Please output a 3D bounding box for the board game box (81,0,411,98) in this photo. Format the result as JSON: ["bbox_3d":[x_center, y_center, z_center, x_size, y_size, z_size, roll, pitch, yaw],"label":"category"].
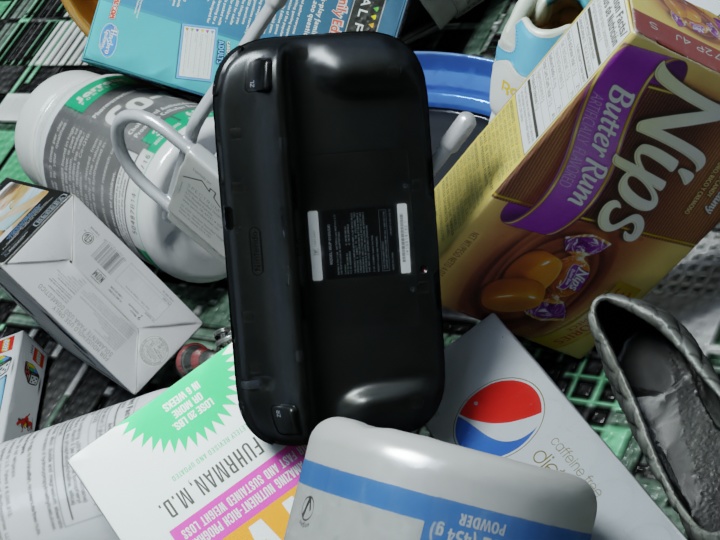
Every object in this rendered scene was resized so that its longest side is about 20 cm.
[{"bbox_3d":[-0.069,-0.183,1.076,0.199,0.047,0.152,17,93,1],"label":"board game box"}]

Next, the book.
[{"bbox_3d":[-0.036,0.139,0.800,0.133,0.048,0.200,-36,74,-7],"label":"book"}]

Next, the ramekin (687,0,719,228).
[{"bbox_3d":[0.237,-0.125,0.900,0.202,0.094,0.203,-20,43,19],"label":"ramekin"}]

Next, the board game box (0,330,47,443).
[{"bbox_3d":[-0.279,0.141,1.055,0.126,0.035,0.200,-20,43,19],"label":"board game box"}]

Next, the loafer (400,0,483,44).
[{"bbox_3d":[0.057,-0.200,1.125,0.200,0.070,0.070,-27,45,23],"label":"loafer"}]

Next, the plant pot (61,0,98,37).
[{"bbox_3d":[-0.123,-0.250,1.198,0.200,0.201,0.183,-32,11,5],"label":"plant pot"}]

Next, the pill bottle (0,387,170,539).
[{"bbox_3d":[-0.130,0.132,0.890,0.199,0.114,0.114,-19,42,8],"label":"pill bottle"}]

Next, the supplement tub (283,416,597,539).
[{"bbox_3d":[0.019,0.173,0.688,0.132,0.132,0.201,8,82,40],"label":"supplement tub"}]

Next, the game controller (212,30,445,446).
[{"bbox_3d":[-0.014,-0.014,0.776,0.104,0.201,0.042,-6,8,-13],"label":"game controller"}]

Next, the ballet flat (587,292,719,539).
[{"bbox_3d":[0.161,0.084,0.774,0.066,0.057,0.200,-47,36,13],"label":"ballet flat"}]

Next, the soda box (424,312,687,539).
[{"bbox_3d":[0.097,0.110,0.797,0.068,0.064,0.200,-37,41,-1],"label":"soda box"}]

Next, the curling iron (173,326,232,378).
[{"bbox_3d":[-0.087,0.054,0.939,0.049,0.026,0.200,-6,-7,-18],"label":"curling iron"}]

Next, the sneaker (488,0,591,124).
[{"bbox_3d":[0.129,-0.138,0.959,0.076,0.081,0.200,13,29,11],"label":"sneaker"}]

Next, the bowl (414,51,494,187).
[{"bbox_3d":[0.038,-0.073,0.969,0.200,0.039,0.201,0,33,0],"label":"bowl"}]

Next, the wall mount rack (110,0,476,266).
[{"bbox_3d":[-0.032,-0.049,0.837,0.200,0.174,0.075,39,56,7],"label":"wall mount rack"}]

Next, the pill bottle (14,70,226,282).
[{"bbox_3d":[-0.153,-0.072,1.110,0.113,0.113,0.200,-49,42,-15],"label":"pill bottle"}]

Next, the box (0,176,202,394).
[{"bbox_3d":[-0.186,0.005,1.013,0.060,0.117,0.200,-47,22,-11],"label":"box"}]

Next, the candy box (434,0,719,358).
[{"bbox_3d":[0.123,-0.048,0.822,0.200,0.116,0.057,-49,29,38],"label":"candy box"}]
